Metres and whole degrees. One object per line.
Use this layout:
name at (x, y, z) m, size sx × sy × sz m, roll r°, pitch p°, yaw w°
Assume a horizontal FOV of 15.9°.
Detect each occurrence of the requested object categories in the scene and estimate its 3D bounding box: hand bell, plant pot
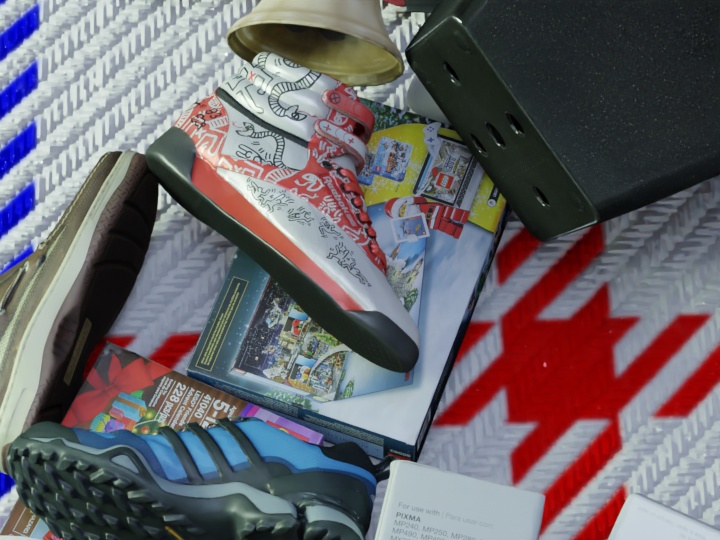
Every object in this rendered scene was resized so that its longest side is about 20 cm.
hand bell at (-0.009, -0.217, 1.488) m, size 0.104 × 0.104 × 0.201 m, roll 9°, pitch 76°, yaw 5°
plant pot at (0.141, -0.125, 1.416) m, size 0.177 × 0.200 × 0.200 m, roll -36°, pitch 93°, yaw -11°

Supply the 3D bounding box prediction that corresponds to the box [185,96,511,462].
box at (0.000, 0.000, 1.467) m, size 0.136 × 0.038 × 0.201 m, roll 18°, pitch 65°, yaw 10°

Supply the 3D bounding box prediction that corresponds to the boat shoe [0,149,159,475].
boat shoe at (-0.181, 0.014, 1.445) m, size 0.074 × 0.075 × 0.203 m, roll 15°, pitch 63°, yaw 16°

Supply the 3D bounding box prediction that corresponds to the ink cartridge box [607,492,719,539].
ink cartridge box at (0.174, 0.240, 1.350) m, size 0.159 × 0.047 × 0.201 m, roll 24°, pitch 82°, yaw 12°

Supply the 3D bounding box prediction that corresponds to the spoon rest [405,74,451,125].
spoon rest at (0.107, -0.166, 1.539) m, size 0.099 × 0.061 × 0.200 m, roll 37°, pitch 70°, yaw 20°

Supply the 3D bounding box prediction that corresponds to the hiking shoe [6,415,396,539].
hiking shoe at (-0.086, 0.114, 1.359) m, size 0.199 × 0.075 × 0.087 m, roll 15°, pitch 39°, yaw 8°

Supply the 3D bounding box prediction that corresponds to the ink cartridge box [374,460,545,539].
ink cartridge box at (0.032, 0.218, 1.295) m, size 0.082 × 0.146 × 0.201 m, roll 12°, pitch 64°, yaw 5°

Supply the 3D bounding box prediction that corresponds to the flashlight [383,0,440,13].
flashlight at (-0.038, -0.194, 1.557) m, size 0.199 × 0.068 × 0.068 m, roll 4°, pitch 42°, yaw 8°

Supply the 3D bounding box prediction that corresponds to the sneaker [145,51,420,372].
sneaker at (-0.016, -0.040, 1.428) m, size 0.201 × 0.067 × 0.108 m, roll 40°, pitch 74°, yaw 22°

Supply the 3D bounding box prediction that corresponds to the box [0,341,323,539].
box at (-0.122, 0.152, 1.390) m, size 0.136 × 0.039 × 0.201 m, roll 22°, pitch 65°, yaw 11°

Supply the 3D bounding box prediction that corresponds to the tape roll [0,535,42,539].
tape roll at (-0.182, 0.237, 1.316) m, size 0.202 × 0.037 × 0.204 m, roll -1°, pitch 79°, yaw 8°
